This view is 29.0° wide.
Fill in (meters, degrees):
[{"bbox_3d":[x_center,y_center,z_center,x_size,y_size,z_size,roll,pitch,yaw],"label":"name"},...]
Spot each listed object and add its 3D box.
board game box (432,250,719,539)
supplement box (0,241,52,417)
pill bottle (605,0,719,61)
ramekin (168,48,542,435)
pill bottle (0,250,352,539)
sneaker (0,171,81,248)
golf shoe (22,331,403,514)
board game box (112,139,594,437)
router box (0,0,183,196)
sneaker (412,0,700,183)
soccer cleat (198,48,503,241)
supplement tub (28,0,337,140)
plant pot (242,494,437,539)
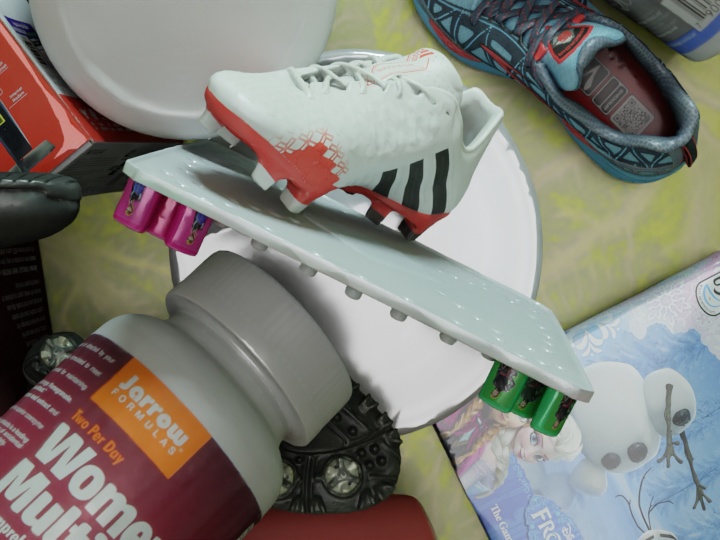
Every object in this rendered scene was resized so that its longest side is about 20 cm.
[{"bbox_3d":[0.167,0.123,0.797,0.197,0.043,0.202,-27,91,-1],"label":"board game box"},{"bbox_3d":[-0.243,0.035,0.716,0.131,0.197,0.203,-9,92,-1],"label":"supplement box"},{"bbox_3d":[0.135,-0.212,0.742,0.199,0.114,0.114,33,91,-9],"label":"pill bottle"},{"bbox_3d":[-0.002,-0.015,0.768,0.200,0.094,0.205,0,92,0],"label":"ramekin"},{"bbox_3d":[-0.102,0.090,0.594,0.110,0.110,0.200,47,71,-1],"label":"pill bottle"},{"bbox_3d":[-0.205,0.010,0.585,0.198,0.074,0.090,-13,92,8],"label":"sneaker"},{"bbox_3d":[-0.072,0.078,0.704,0.198,0.088,0.078,12,70,11],"label":"golf shoe"},{"bbox_3d":[0.000,0.000,0.621,0.198,0.200,0.026,27,98,-1],"label":"board game box"},{"bbox_3d":[-0.181,-0.122,0.710,0.049,0.200,0.180,-37,92,7],"label":"router box"},{"bbox_3d":[0.111,-0.129,0.764,0.199,0.096,0.080,37,90,-1],"label":"sneaker"},{"bbox_3d":[0.002,-0.068,0.627,0.069,0.199,0.085,46,105,27],"label":"soccer cleat"},{"bbox_3d":[-0.087,-0.162,0.694,0.138,0.201,0.142,-3,117,-6],"label":"supplement tub"},{"bbox_3d":[-0.044,0.204,0.734,0.175,0.200,0.203,-9,91,-9],"label":"plant pot"}]
